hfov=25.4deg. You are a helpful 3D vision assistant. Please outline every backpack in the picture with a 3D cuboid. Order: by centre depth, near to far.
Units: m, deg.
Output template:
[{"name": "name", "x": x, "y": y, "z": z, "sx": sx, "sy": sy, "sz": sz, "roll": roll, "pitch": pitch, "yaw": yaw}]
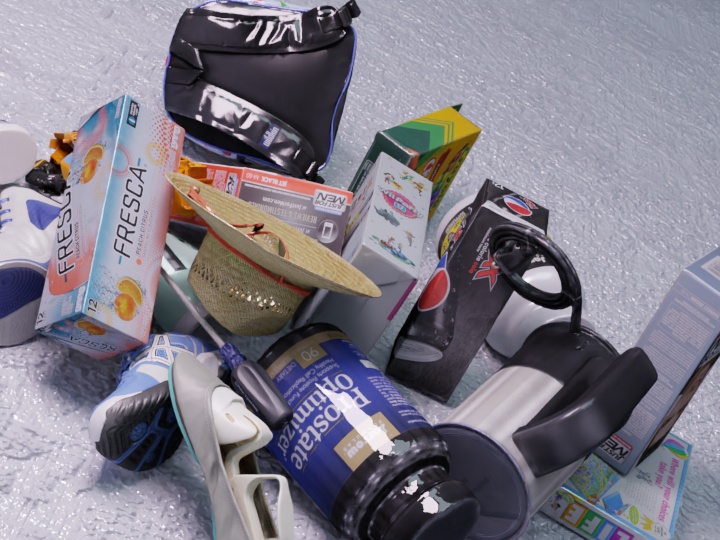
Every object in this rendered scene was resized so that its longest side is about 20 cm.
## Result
[{"name": "backpack", "x": -0.112, "y": -0.201, "z": 1.677, "sx": 0.189, "sy": 0.201, "sz": 0.154, "roll": 14, "pitch": -1, "yaw": -11}]

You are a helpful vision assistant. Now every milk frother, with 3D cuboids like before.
[{"name": "milk frother", "x": 0.126, "y": 0.089, "z": 1.348, "sx": 0.200, "sy": 0.181, "sz": 0.188, "roll": 45, "pitch": 44, "yaw": 8}]

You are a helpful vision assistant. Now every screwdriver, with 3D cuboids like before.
[{"name": "screwdriver", "x": -0.119, "y": 0.048, "z": 1.269, "sx": 0.200, "sy": 0.028, "sz": 0.029, "roll": 49, "pitch": -6, "yaw": 19}]

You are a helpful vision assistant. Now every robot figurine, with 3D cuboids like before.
[{"name": "robot figurine", "x": -0.218, "y": -0.088, "z": 1.450, "sx": 0.144, "sy": 0.059, "sz": 0.200, "roll": -5, "pitch": 18, "yaw": -32}]

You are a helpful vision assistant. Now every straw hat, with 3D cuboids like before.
[{"name": "straw hat", "x": -0.089, "y": 0.005, "z": 1.283, "sx": 0.200, "sy": 0.085, "sz": 0.201, "roll": 30, "pitch": 6, "yaw": -4}]

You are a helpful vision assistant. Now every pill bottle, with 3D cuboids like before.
[{"name": "pill bottle", "x": 0.001, "y": 0.144, "z": 1.271, "sx": 0.112, "sy": 0.112, "sz": 0.200, "roll": -7, "pitch": 43, "yaw": -48}, {"name": "pill bottle", "x": 0.160, "y": 0.016, "z": 1.631, "sx": 0.112, "sy": 0.113, "sz": 0.200, "roll": 10, "pitch": 33, "yaw": -31}]

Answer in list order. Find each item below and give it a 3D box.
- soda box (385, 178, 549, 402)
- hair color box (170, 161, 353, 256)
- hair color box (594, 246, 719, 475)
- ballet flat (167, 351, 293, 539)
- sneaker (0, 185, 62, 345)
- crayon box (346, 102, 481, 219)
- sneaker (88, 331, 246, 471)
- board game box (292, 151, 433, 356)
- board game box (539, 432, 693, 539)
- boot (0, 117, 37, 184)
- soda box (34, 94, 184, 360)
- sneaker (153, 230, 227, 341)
[{"name": "soda box", "x": 0.097, "y": 0.020, "z": 1.471, "sx": 0.070, "sy": 0.201, "sz": 0.063, "roll": 26, "pitch": 27, "yaw": -4}, {"name": "hair color box", "x": -0.099, "y": -0.060, "z": 1.473, "sx": 0.110, "sy": 0.064, "sz": 0.200, "roll": 12, "pitch": 2, "yaw": -26}, {"name": "hair color box", "x": 0.286, "y": 0.083, "z": 1.464, "sx": 0.061, "sy": 0.201, "sz": 0.099, "roll": 38, "pitch": 29, "yaw": 18}, {"name": "ballet flat", "x": -0.086, "y": 0.145, "z": 1.167, "sx": 0.067, "sy": 0.063, "sz": 0.201, "roll": 25, "pitch": 45, "yaw": -61}, {"name": "sneaker", "x": -0.284, "y": -0.009, "z": 1.319, "sx": 0.115, "sy": 0.081, "sz": 0.199, "roll": 30, "pitch": 29, "yaw": 28}, {"name": "crayon box", "x": 0.058, "y": -0.105, "z": 1.725, "sx": 0.051, "sy": 0.127, "sz": 0.200, "roll": 37, "pitch": 29, "yaw": 15}, {"name": "sneaker", "x": -0.165, "y": 0.098, "z": 1.252, "sx": 0.077, "sy": 0.076, "sz": 0.200, "roll": 28, "pitch": 17, "yaw": 13}, {"name": "board game box", "x": 0.000, "y": 0.000, "z": 1.469, "sx": 0.064, "sy": 0.148, "sz": 0.200, "roll": 29, "pitch": 27, "yaw": -10}, {"name": "board game box", "x": 0.236, "y": 0.189, "z": 1.496, "sx": 0.134, "sy": 0.034, "sz": 0.200, "roll": 31, "pitch": 28, "yaw": 4}, {"name": "boot", "x": -0.391, "y": -0.111, "z": 1.403, "sx": 0.199, "sy": 0.073, "sz": 0.090, "roll": -2, "pitch": 24, "yaw": -45}, {"name": "soda box", "x": -0.198, "y": -0.034, "z": 1.273, "sx": 0.068, "sy": 0.063, "sz": 0.201, "roll": 30, "pitch": 54, "yaw": -38}, {"name": "sneaker", "x": -0.128, "y": -0.009, "z": 1.444, "sx": 0.118, "sy": 0.074, "sz": 0.200, "roll": 45, "pitch": 34, "yaw": 17}]
